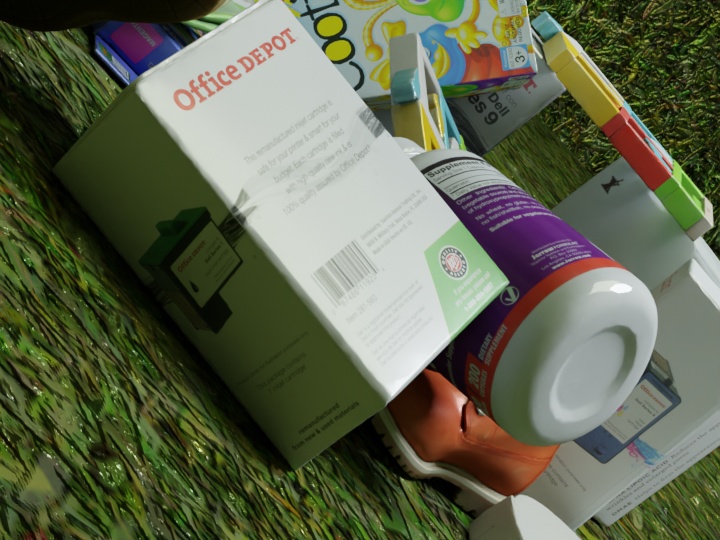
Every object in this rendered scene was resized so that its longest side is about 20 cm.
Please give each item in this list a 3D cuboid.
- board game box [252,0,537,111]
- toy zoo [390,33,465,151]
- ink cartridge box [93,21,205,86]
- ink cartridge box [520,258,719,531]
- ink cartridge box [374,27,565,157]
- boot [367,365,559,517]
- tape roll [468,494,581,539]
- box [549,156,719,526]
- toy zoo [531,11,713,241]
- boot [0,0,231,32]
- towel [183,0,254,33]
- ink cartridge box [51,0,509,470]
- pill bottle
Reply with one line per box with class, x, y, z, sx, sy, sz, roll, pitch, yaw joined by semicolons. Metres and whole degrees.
board game box;0.014;-0.168;1.549;0.105;0.200;0.103;149;-68;-86
toy zoo;0.050;-0.066;1.456;0.200;0.020;0.131;61;21;-56
ink cartridge box;-0.125;-0.143;1.440;0.119;0.042;0.200;47;13;-20
ink cartridge box;0.176;0.088;1.479;0.088;0.200;0.145;51;11;2
ink cartridge box;0.039;-0.137;1.664;0.146;0.200;0.084;52;10;0
boot;0.066;0.077;1.314;0.200;0.107;0.075;33;24;-54
tape roll;0.141;0.224;1.318;0.203;0.037;0.203;50;11;-13
box;0.202;0.054;1.717;0.131;0.200;0.199;42;14;-46
toy zoo;0.195;-0.112;1.642;0.200;0.020;0.131;50;12;-2
boot;-0.107;-0.178;1.169;0.155;0.200;0.072;-28;119;-50
towel;-0.136;-0.209;1.429;0.149;0.031;0.200;15;22;-35
ink cartridge box;-0.039;-0.023;1.119;0.200;0.084;0.146;51;38;-1
pill bottle;0.068;0.005;1.247;0.200;0.112;0.112;40;1;38
